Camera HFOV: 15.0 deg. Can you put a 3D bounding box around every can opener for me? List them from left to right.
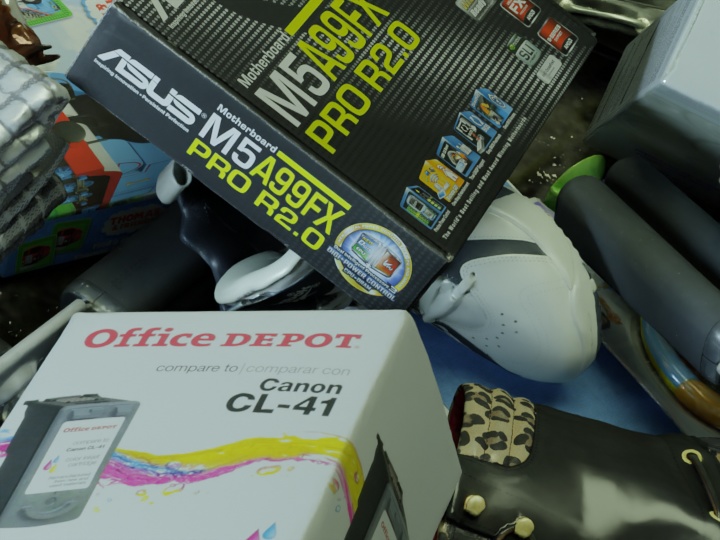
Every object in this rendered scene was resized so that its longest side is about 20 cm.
[{"bbox_3d":[-0.117,0.013,1.102,0.067,0.053,0.200,33,41,13],"label":"can opener"},{"bbox_3d":[0.156,0.009,1.103,0.053,0.067,0.200,-21,47,-27],"label":"can opener"}]

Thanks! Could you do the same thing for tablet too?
[{"bbox_3d":[0.067,0.030,1.188,0.130,0.014,0.200,-19,55,-37],"label":"tablet"}]

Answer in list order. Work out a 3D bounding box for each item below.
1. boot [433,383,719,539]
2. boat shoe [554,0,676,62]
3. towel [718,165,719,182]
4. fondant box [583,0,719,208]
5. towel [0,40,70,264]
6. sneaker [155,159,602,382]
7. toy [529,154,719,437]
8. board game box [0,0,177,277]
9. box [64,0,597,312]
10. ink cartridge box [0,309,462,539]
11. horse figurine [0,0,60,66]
[{"bbox_3d":[0.096,0.129,1.043,0.150,0.073,0.200,16,47,-5],"label":"boot"},{"bbox_3d":[0.170,-0.109,1.349,0.200,0.071,0.064,22,73,-10],"label":"boat shoe"},{"bbox_3d":[0.222,0.012,1.167,0.153,0.200,0.023,37,88,18],"label":"towel"},{"bbox_3d":[0.188,-0.062,1.201,0.144,0.200,0.058,25,85,-2],"label":"fondant box"},{"bbox_3d":[-0.227,-0.029,1.040,0.166,0.086,0.200,34,66,24],"label":"towel"},{"bbox_3d":[0.000,0.000,1.108,0.199,0.079,0.130,46,45,-8],"label":"sneaker"},{"bbox_3d":[0.158,0.020,1.195,0.115,0.047,0.200,-16,52,-45],"label":"toy"},{"bbox_3d":[-0.103,-0.077,1.219,0.200,0.037,0.151,-13,51,-34],"label":"board game box"},{"bbox_3d":[-0.005,-0.086,1.088,0.160,0.044,0.200,38,37,-2],"label":"box"},{"bbox_3d":[-0.067,0.104,0.960,0.147,0.086,0.200,-1,37,22],"label":"ink cartridge box"},{"bbox_3d":[-0.243,-0.091,1.144,0.200,0.050,0.133,-23,61,-17],"label":"horse figurine"}]
